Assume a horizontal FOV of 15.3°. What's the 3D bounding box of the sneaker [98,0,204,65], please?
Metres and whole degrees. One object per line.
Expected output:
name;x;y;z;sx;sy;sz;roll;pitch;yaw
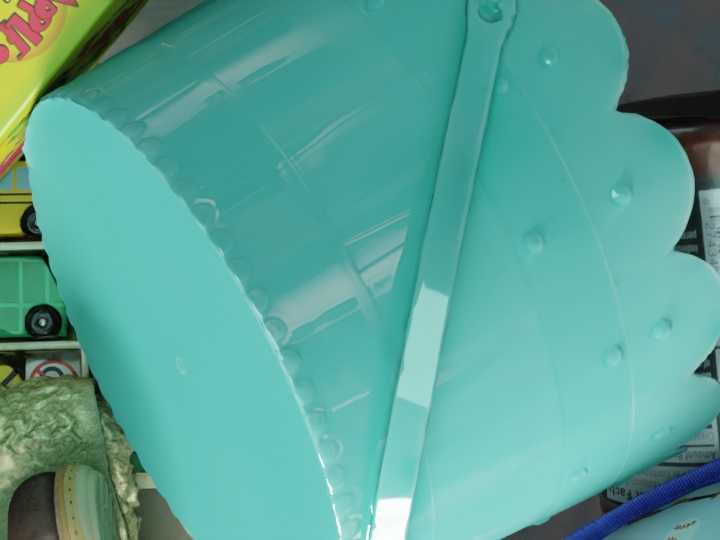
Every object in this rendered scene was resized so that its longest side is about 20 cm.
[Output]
sneaker;-0.069;-0.146;0.905;0.075;0.089;0.201;-15;104;16

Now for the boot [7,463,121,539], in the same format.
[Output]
boot;-0.160;0.144;0.863;0.165;0.073;0.201;3;126;-6

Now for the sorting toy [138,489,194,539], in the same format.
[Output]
sorting toy;-0.129;0.117;0.974;0.199;0.036;0.186;-24;95;8

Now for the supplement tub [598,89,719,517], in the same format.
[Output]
supplement tub;0.129;0.042;0.903;0.106;0.107;0.202;-6;99;6

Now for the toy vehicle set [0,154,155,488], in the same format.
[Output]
toy vehicle set;-0.064;0.013;0.930;0.198;0.027;0.125;-2;88;-4

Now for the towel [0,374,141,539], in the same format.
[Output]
towel;-0.140;0.125;0.918;0.147;0.037;0.201;-5;121;1

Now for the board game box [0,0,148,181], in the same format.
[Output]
board game box;-0.099;-0.085;0.829;0.048;0.102;0.200;41;111;-3

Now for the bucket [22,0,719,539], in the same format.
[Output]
bucket;0.000;0.000;0.806;0.134;0.207;0.208;-29;96;-21

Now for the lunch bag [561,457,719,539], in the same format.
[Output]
lunch bag;0.138;0.147;0.816;0.199;0.124;0.170;-26;108;36
